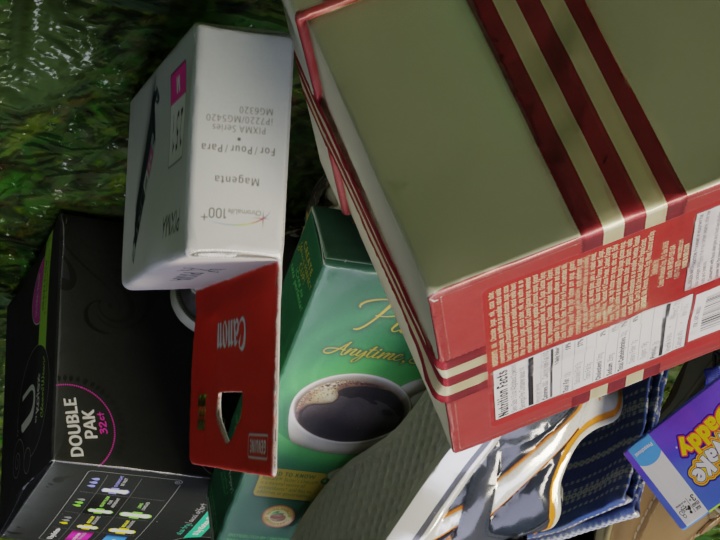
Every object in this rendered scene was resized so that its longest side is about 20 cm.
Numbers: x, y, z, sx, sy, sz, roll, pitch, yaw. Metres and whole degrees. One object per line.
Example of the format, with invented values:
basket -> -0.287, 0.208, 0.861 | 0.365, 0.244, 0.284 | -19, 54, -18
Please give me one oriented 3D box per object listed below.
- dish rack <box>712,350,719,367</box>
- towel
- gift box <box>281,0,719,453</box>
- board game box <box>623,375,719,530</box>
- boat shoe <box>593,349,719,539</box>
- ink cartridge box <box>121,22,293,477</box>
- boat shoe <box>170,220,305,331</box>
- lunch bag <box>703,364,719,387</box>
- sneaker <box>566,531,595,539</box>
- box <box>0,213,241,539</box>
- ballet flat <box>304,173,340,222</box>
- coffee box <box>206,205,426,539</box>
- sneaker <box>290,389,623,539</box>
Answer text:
dish rack -> 0.253, -0.001, 1.041 | 0.153, 0.055, 0.200 | -18, 157, 2
towel -> 0.104, 0.062, 1.030 | 0.145, 0.200, 0.024 | -23, 125, 39
gift box -> 0.084, -0.061, 0.789 | 0.200, 0.187, 0.185 | -20, 154, -9
board game box -> 0.223, 0.034, 0.885 | 0.200, 0.045, 0.134 | -25, 165, -50
boat shoe -> 0.202, 0.116, 1.140 | 0.064, 0.200, 0.071 | 17, 156, 36
ink cartridge box -> -0.072, -0.002, 0.831 | 0.043, 0.174, 0.200 | 4, 175, -14
boat shoe -> 0.000, 0.000, 1.029 | 0.201, 0.072, 0.061 | -2, 157, -19
lunch bag -> 0.288, 0.132, 1.041 | 0.150, 0.200, 0.094 | -18, 159, -1
sneaker -> 0.120, 0.118, 1.153 | 0.078, 0.091, 0.200 | -18, 113, -7
box -> -0.089, 0.071, 1.072 | 0.200, 0.149, 0.124 | 9, 151, -20
ballet flat -> 0.056, -0.037, 0.928 | 0.200, 0.072, 0.072 | -11, 154, 32
coffee box -> 0.008, 0.061, 0.936 | 0.123, 0.044, 0.200 | 6, 130, -17
sneaker -> 0.043, 0.108, 0.902 | 0.079, 0.078, 0.200 | 28, 119, -26
